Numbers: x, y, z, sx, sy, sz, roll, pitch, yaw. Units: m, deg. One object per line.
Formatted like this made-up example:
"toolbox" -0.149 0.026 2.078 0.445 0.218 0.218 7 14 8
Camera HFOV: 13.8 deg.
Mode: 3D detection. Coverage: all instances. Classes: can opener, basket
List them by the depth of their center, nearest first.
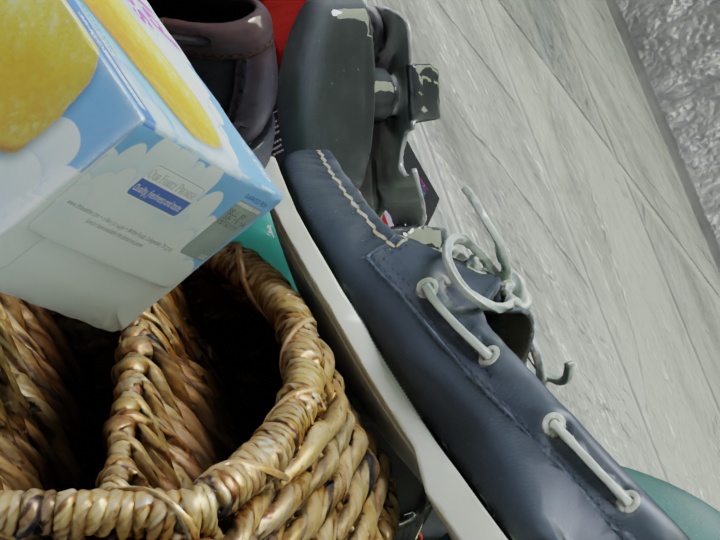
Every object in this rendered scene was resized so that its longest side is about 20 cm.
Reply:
"basket" -0.079 0.046 0.854 0.149 0.142 0.200 59 12 -20
"can opener" 0.000 0.000 1.088 0.053 0.066 0.202 -1 -85 58

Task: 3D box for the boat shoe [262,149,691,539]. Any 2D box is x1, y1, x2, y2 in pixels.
"boat shoe" 0.030 0.029 0.888 0.200 0.062 0.075 56 -4 40

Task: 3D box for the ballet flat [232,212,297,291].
"ballet flat" -0.034 0.042 1.045 0.201 0.070 0.068 97 18 -51

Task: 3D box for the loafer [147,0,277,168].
"loafer" -0.114 -0.090 0.918 0.072 0.199 0.063 -55 164 -48

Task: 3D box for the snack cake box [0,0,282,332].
"snack cake box" -0.115 -0.086 0.817 0.200 0.067 0.115 55 9 17

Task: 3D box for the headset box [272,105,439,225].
"headset box" -0.057 -0.084 1.337 0.201 0.092 0.174 61 12 -6

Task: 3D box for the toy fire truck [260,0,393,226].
"toy fire truck" -0.061 -0.050 1.140 0.168 0.111 0.201 43 29 -74

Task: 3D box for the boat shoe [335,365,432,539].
"boat shoe" -0.008 0.091 1.020 0.202 0.073 0.063 120 -32 -50

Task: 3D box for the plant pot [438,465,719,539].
"plant pot" 0.057 0.150 1.133 0.134 0.200 0.201 39 23 -30
